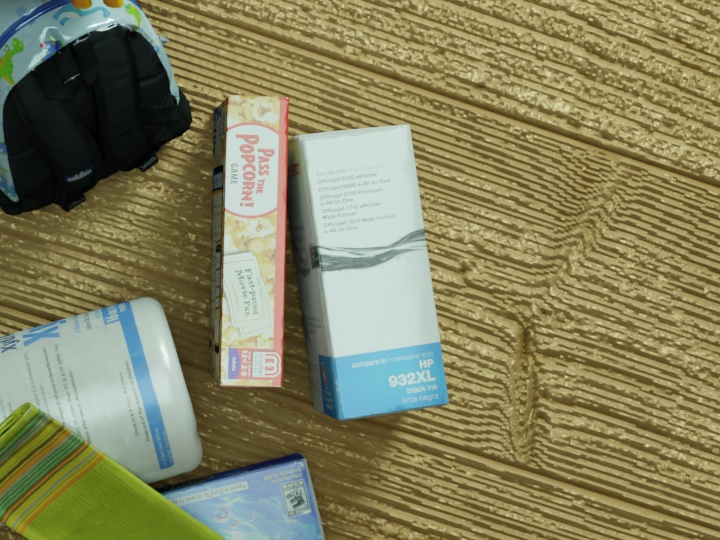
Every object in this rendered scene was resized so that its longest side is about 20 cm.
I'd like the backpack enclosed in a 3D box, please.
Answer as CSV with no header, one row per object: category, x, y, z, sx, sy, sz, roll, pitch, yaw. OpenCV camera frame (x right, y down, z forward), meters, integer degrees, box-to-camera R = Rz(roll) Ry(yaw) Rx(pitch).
backpack,-0.211,-0.140,1.609,0.163,0.200,0.154,-27,83,-5

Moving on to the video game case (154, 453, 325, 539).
video game case,-0.117,0.247,1.702,0.199,0.045,0.182,-14,93,-7

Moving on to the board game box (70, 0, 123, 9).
board game box,-0.244,-0.238,1.550,0.199,0.200,0.026,-4,135,8

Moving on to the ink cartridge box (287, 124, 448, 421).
ink cartridge box,0.000,0.000,1.662,0.083,0.145,0.201,-8,91,-7

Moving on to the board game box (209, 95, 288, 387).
board game box,-0.082,-0.021,1.650,0.046,0.151,0.201,1,91,-7

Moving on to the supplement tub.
supplement tub,-0.222,0.105,1.644,0.199,0.132,0.132,-15,92,-7

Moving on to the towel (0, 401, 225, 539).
towel,-0.189,0.169,1.606,0.086,0.018,0.200,-42,124,13
